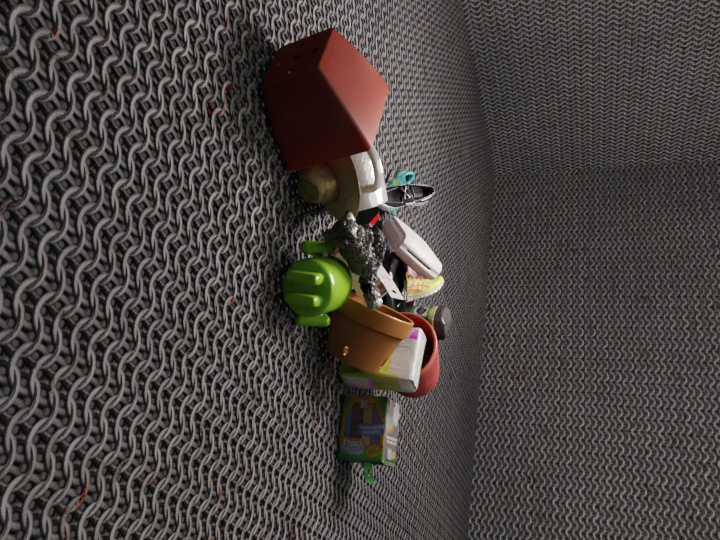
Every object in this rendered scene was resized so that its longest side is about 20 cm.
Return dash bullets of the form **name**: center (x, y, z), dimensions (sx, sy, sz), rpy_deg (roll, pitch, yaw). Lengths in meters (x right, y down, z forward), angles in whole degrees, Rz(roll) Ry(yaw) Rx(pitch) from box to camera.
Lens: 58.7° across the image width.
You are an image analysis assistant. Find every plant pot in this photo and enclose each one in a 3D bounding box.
- **plant pot**: center (-0.081, -0.345, 1.253), dimensions (0.177, 0.197, 0.202), rpy_deg (54, 38, -41)
- **plant pot**: center (0.006, 0.143, 1.479), dimensions (0.142, 0.198, 0.200), rpy_deg (-65, 159, 3)
- **plant pot**: center (0.124, 0.238, 1.699), dimensions (0.178, 0.197, 0.204), rpy_deg (59, 36, -53)

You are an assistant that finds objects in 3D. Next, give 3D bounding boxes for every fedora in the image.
- **fedora**: center (0.069, 0.056, 1.781), dimensions (0.200, 0.090, 0.205), rpy_deg (-2, 90, -74)

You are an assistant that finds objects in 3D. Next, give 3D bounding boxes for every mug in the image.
- **mug**: center (-0.012, -0.228, 1.426), dimensions (0.146, 0.199, 0.179), rpy_deg (-20, 105, -28)

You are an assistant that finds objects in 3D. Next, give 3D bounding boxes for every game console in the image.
- **game console**: center (0.011, -0.111, 1.727), dimensions (0.200, 0.030, 0.180), rpy_deg (-52, 134, -61)

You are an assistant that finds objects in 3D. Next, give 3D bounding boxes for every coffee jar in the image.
- **coffee jar**: center (0.169, 0.155, 1.900), dimensions (0.104, 0.196, 0.087), rpy_deg (-53, 137, -58)

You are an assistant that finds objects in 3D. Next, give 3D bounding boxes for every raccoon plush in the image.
- **raccoon plush**: center (-0.001, -0.019, 1.294), dimensions (0.134, 0.096, 0.203), rpy_deg (-10, 78, -65)

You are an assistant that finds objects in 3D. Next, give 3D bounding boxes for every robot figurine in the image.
- **robot figurine**: center (-0.085, 0.030, 1.315), dimensions (0.200, 0.113, 0.179), rpy_deg (-14, 108, -70)

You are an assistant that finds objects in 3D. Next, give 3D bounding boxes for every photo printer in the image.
- **photo printer**: center (0.149, -0.062, 1.842), dimensions (0.166, 0.070, 0.201), rpy_deg (39, 12, -23)

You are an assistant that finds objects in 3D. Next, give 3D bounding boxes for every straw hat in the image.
- **straw hat**: center (-0.086, -0.184, 1.337), dimensions (0.084, 0.200, 0.205), rpy_deg (-18, 111, -27)

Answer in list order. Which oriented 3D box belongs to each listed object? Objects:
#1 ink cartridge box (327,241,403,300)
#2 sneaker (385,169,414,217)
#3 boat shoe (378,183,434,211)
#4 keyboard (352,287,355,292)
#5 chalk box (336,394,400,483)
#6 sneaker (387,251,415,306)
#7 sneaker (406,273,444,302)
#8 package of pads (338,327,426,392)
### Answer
- **ink cartridge box**: center (0.011, 0.005, 1.503), dimensions (0.201, 0.067, 0.116), rpy_deg (54, 13, 17)
- **sneaker**: center (0.115, -0.243, 1.939), dimensions (0.202, 0.078, 0.078), rpy_deg (-71, 152, -42)
- **boat shoe**: center (0.130, -0.220, 1.861), dimensions (0.197, 0.068, 0.073), rpy_deg (-5, 75, -31)
- **keyboard**: center (0.000, 0.000, 1.625), dimensions (0.104, 0.039, 0.203), rpy_deg (-2, 113, -76)
- **chalk box**: center (0.020, 0.421, 1.592), dimensions (0.124, 0.121, 0.204), rpy_deg (47, 47, -63)
- **sneaker**: center (0.140, 0.029, 1.996), dimensions (0.088, 0.080, 0.204), rpy_deg (-35, 123, -64)
- **sneaker**: center (0.155, 0.042, 1.907), dimensions (0.078, 0.197, 0.092), rpy_deg (-175, -112, -79)
- **package of pads**: center (0.054, 0.216, 1.575), dimensions (0.069, 0.196, 0.156), rpy_deg (68, 29, -48)
